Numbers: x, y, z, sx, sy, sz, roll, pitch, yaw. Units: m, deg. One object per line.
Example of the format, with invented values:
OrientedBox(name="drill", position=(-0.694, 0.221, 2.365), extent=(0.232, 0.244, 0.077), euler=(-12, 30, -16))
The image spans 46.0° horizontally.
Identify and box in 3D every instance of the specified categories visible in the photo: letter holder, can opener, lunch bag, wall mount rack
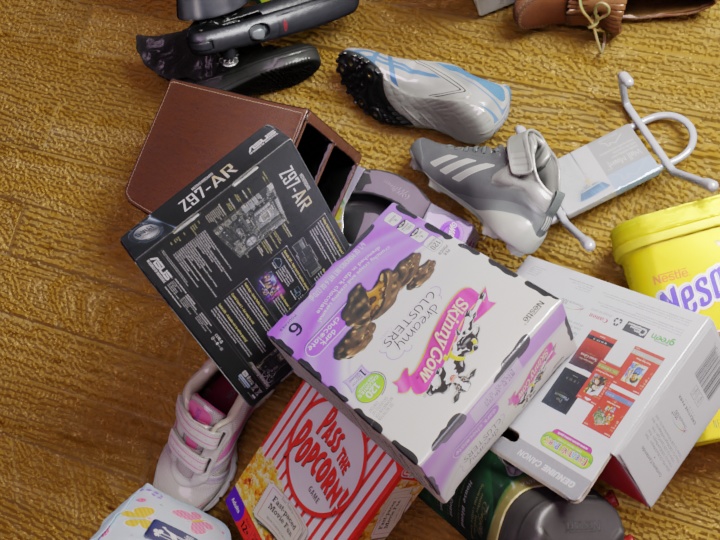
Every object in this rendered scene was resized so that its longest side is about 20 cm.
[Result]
OrientedBox(name="letter holder", position=(-0.123, -0.091, 0.848), extent=(0.198, 0.100, 0.144), euler=(19, 83, 36))
OrientedBox(name="can opener", position=(-0.091, -0.264, 0.879), extent=(0.197, 0.080, 0.064), euler=(-15, 47, -21))
OrientedBox(name="lunch bag", position=(-0.167, 0.302, 0.747), extent=(0.126, 0.170, 0.202), euler=(-31, 92, 5))
OrientedBox(name="wall mount rack", position=(0.233, -0.092, 0.794), extent=(0.197, 0.075, 0.176), euler=(-26, 53, 6))

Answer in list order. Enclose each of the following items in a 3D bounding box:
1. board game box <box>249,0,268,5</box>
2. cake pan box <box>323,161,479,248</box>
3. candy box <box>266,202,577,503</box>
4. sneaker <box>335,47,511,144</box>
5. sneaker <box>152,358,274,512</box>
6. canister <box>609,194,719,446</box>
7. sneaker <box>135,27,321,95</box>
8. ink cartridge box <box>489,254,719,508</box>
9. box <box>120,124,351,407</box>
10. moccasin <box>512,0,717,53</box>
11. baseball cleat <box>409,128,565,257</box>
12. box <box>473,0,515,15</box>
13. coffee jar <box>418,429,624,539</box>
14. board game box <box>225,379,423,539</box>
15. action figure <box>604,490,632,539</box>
OrientedBox(name="board game box", position=(-0.139, -0.351, 0.884), extent=(0.101, 0.200, 0.048), euler=(43, 90, 17))
OrientedBox(name="cake pan box", position=(0.000, 0.000, 0.860), extent=(0.182, 0.052, 0.202), euler=(29, 86, 15))
OrientedBox(name="candy box", position=(0.047, 0.058, 0.700), extent=(0.168, 0.072, 0.199), euler=(-46, 48, -13))
OrientedBox(name="sneaker", position=(0.063, -0.188, 0.882), extent=(0.197, 0.073, 0.073), euler=(25, 51, 23))
OrientedBox(name="sneaker", position=(-0.155, 0.154, 0.842), extent=(0.080, 0.088, 0.203), euler=(23, 85, 16))
OrientedBox(name="canister", position=(0.322, 0.043, 0.758), extent=(0.146, 0.087, 0.204), euler=(-15, 77, 10))
OrientedBox(name="sneaker", position=(-0.147, -0.241, 0.937), extent=(0.196, 0.060, 0.106), euler=(-18, 79, 12))
OrientedBox(name="ink cartridge box", position=(0.175, 0.100, 0.711), extent=(0.176, 0.084, 0.199), euler=(-49, 35, -11))
OrientedBox(name="box", position=(-0.088, 0.001, 0.739), extent=(0.160, 0.201, 0.043), euler=(-40, 41, -11))
OrientedBox(name="moccasin", position=(0.253, -0.270, 0.849), extent=(0.197, 0.074, 0.079), euler=(-5, 69, 2))
OrientedBox(name="baseball cleat", position=(0.124, -0.097, 0.807), extent=(0.200, 0.069, 0.108), euler=(48, 114, 42))
OrientedBox(name="box", position=(0.156, -0.406, 0.829), extent=(0.168, 0.200, 0.203), euler=(-19, 75, 6))
OrientedBox(name="coffee jar", position=(0.122, 0.191, 0.710), extent=(0.102, 0.199, 0.087), euler=(7, 100, -26))
OrientedBox(name="board game box", position=(-0.031, 0.192, 0.771), extent=(0.202, 0.046, 0.152), euler=(-57, 45, 14))
OrientedBox(name="action figure", position=(0.147, 0.264, 0.763), extent=(0.197, 0.052, 0.066), euler=(-26, 67, 12))
